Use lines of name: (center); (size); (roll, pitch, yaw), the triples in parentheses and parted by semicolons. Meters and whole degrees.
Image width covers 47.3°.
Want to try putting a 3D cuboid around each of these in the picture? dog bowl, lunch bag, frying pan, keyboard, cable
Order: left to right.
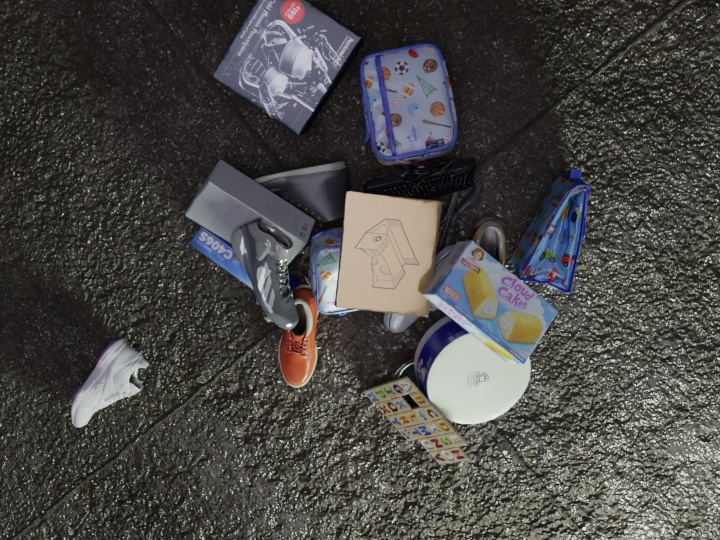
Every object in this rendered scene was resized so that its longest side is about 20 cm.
lunch bag: (0.000, 0.000, 1.472); (0.200, 0.076, 0.160); (-7, 122, -9)
lunch bag: (0.079, -0.280, 1.415); (0.160, 0.076, 0.200); (-9, 87, 3)
keyboard: (0.103, -0.144, 1.410); (0.200, 0.104, 0.040); (-14, 56, -6)
frying pan: (0.141, 0.234, 1.561); (0.190, 0.031, 0.115); (35, 101, -19)
cable: (0.155, -0.082, 1.495); (0.097, 0.050, 0.200); (12, 93, -7)
dog bowl: (0.202, 0.175, 1.488); (0.200, 0.079, 0.200); (-5, 116, -11)
lunch bag: (0.337, -0.080, 1.422); (0.094, 0.151, 0.200); (16, 102, 0)

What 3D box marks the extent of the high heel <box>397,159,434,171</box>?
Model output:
high heel: (0.061, -0.121, 1.477); (0.096, 0.067, 0.200); (40, 88, 6)

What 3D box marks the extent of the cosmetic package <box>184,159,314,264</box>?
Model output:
cosmetic package: (-0.194, -0.093, 1.451); (0.200, 0.071, 0.101); (33, 131, -16)

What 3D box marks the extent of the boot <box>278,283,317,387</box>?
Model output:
boot: (-0.118, 0.132, 1.521); (0.075, 0.107, 0.200); (6, 103, 1)

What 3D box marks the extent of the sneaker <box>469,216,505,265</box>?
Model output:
sneaker: (0.219, 0.005, 1.478); (0.075, 0.090, 0.200); (2, 102, 4)

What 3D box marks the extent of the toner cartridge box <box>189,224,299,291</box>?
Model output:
toner cartridge box: (-0.210, -0.015, 1.502); (0.200, 0.095, 0.043); (36, 103, -3)

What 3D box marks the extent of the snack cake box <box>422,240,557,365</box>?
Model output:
snack cake box: (0.218, 0.054, 1.382); (0.200, 0.067, 0.115); (38, 79, -12)

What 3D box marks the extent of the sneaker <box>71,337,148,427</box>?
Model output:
sneaker: (-0.484, 0.231, 1.580); (0.100, 0.075, 0.200); (34, 102, -2)

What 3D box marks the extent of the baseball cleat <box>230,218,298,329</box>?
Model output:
baseball cleat: (-0.145, 0.007, 1.405); (0.106, 0.070, 0.200); (-24, 105, 30)

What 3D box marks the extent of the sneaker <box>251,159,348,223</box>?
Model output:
sneaker: (-0.116, -0.129, 1.481); (0.200, 0.075, 0.106); (-10, 99, 5)

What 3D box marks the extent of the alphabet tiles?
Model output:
alphabet tiles: (0.109, 0.283, 1.523); (0.200, 0.167, 0.008); (48, 59, -6)

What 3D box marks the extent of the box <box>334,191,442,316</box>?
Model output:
box: (0.046, -0.027, 1.397); (0.163, 0.021, 0.200); (6, 97, -5)

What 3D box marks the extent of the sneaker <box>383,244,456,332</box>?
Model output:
sneaker: (0.121, 0.042, 1.448); (0.073, 0.071, 0.200); (30, 108, -40)

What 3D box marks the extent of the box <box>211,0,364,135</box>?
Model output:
box: (-0.122, -0.367, 1.419); (0.182, 0.104, 0.200); (33, 102, -4)
